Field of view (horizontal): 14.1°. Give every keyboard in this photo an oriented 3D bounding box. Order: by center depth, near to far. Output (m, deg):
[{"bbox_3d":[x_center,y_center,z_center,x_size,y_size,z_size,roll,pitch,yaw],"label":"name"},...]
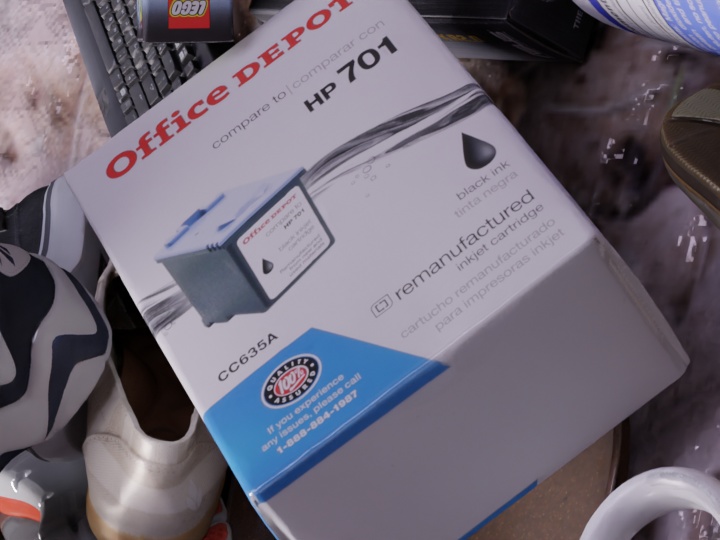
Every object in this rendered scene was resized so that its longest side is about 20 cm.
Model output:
[{"bbox_3d":[-0.080,-0.116,1.297,0.127,0.021,0.200,-45,45,22],"label":"keyboard"}]

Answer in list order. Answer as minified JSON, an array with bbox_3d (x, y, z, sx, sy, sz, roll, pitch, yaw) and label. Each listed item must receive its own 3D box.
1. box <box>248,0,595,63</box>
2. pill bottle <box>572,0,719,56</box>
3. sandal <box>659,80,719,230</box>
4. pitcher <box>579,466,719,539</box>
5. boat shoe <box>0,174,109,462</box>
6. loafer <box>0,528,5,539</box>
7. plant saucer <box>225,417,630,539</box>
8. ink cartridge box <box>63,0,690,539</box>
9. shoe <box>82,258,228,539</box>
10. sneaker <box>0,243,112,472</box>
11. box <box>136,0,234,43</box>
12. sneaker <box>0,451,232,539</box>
[{"bbox_3d":[0.048,-0.186,1.171,0.158,0.048,0.201,9,78,48],"label":"box"},{"bbox_3d":[0.130,-0.130,1.004,0.200,0.112,0.113,23,89,52],"label":"pill bottle"},{"bbox_3d":[0.163,0.007,0.938,0.080,0.054,0.200,-21,43,-17],"label":"sandal"},{"bbox_3d":[0.109,0.157,0.885,0.171,0.121,0.201,6,67,49],"label":"pitcher"},{"bbox_3d":[-0.133,0.023,1.205,0.056,0.069,0.200,-18,25,9],"label":"boat shoe"},{"bbox_3d":[-0.187,0.067,1.282,0.073,0.071,0.201,-34,49,32],"label":"loafer"},{"bbox_3d":[0.028,0.081,1.071,0.200,0.034,0.201,-25,53,38],"label":"plant saucer"},{"bbox_3d":[0.000,0.000,1.028,0.146,0.086,0.200,-37,43,1],"label":"ink cartridge box"},{"bbox_3d":[-0.071,0.029,1.144,0.200,0.069,0.054,-88,1,-53],"label":"shoe"},{"bbox_3d":[-0.190,0.065,1.056,0.199,0.129,0.079,-51,45,2],"label":"sneaker"},{"bbox_3d":[-0.072,-0.145,1.152,0.200,0.035,0.111,-134,43,-83],"label":"box"},{"bbox_3d":[-0.094,0.121,1.158,0.077,0.082,0.200,-20,26,-14],"label":"sneaker"}]
